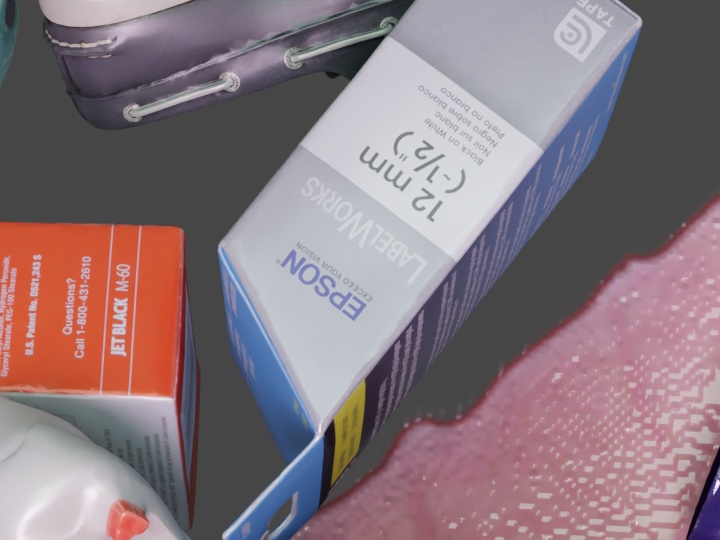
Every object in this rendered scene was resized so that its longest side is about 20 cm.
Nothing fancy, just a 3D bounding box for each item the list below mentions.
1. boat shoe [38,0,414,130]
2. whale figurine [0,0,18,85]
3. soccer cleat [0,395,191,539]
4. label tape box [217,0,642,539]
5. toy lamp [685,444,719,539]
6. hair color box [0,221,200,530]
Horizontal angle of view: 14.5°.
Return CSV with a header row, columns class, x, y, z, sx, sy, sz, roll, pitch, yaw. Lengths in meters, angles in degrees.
class,x,y,z,sx,sy,sz,roll,pitch,yaw
boat shoe,-0.010,-0.095,0.967,0.199,0.073,0.063,-12,121,-8
whale figurine,-0.175,-0.113,0.953,0.158,0.104,0.201,-8,54,7
soccer cleat,-0.064,0.113,0.868,0.069,0.200,0.078,-34,42,-10
label tape box,0.000,0.000,0.889,0.066,0.143,0.200,39,78,8
toy lamp,0.208,0.099,0.916,0.199,0.058,0.058,22,79,5
hair color box,-0.153,0.033,0.898,0.199,0.111,0.064,1,64,0
